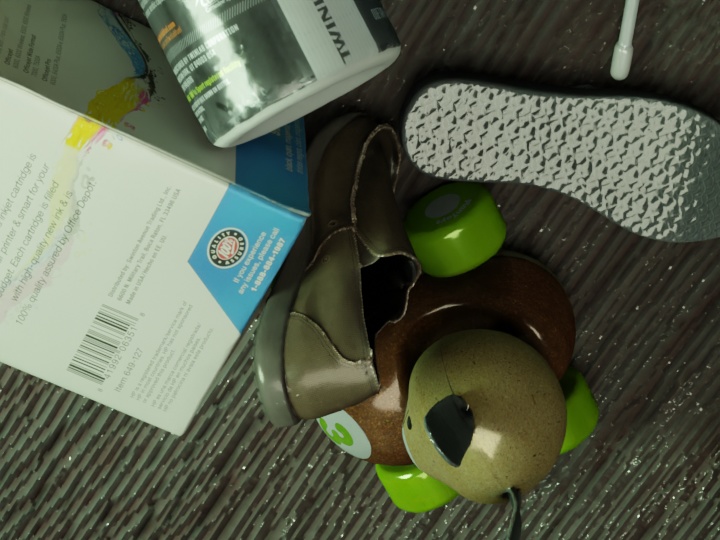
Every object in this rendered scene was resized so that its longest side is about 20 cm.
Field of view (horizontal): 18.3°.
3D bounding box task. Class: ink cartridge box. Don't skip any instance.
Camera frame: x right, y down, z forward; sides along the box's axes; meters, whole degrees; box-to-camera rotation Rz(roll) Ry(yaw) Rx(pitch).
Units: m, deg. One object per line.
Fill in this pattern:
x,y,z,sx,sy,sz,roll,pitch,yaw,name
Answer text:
-0.148,-0.043,1.148,0.199,0.145,0.148,25,115,-16,ink cartridge box

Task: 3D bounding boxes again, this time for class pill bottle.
-0.069,-0.169,1.078,0.106,0.106,0.201,-27,90,12,pill bottle

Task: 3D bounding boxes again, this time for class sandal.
0.119,-0.070,1.210,0.199,0.043,0.076,15,107,-9,sandal

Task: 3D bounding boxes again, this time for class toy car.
0.048,0.080,1.196,0.157,0.200,0.165,-24,118,10,toy car

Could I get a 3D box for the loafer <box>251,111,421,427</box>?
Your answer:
0.000,0.000,1.153,0.071,0.201,0.073,0,140,16,loafer

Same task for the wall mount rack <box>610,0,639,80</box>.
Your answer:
0.186,-0.151,1.121,0.199,0.075,0.174,18,163,20,wall mount rack
